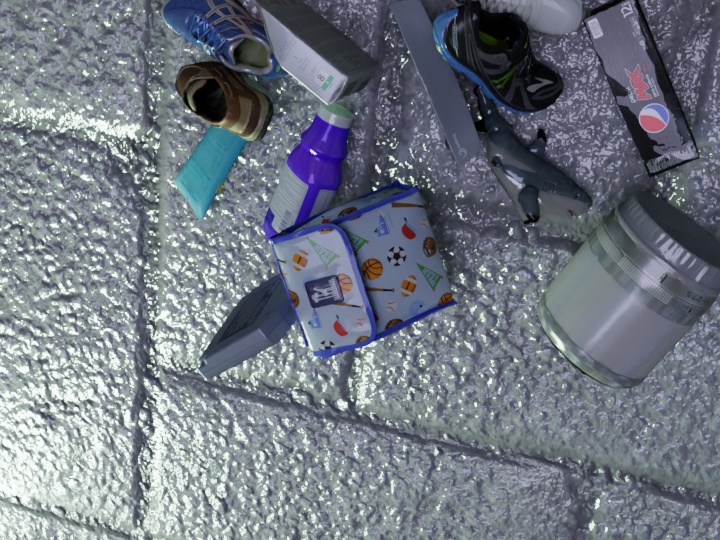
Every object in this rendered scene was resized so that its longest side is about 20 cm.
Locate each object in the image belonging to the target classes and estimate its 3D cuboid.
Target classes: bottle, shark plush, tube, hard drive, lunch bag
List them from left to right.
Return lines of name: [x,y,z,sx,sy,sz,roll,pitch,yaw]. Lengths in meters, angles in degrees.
tube: [-0.190,-0.166,1.318,0.201,0.050,0.078,-52,59,27]
bottle: [-0.065,-0.121,1.277,0.084,0.065,0.202,49,124,44]
lunch bag: [0.000,0.000,1.235,0.198,0.124,0.172,-21,101,-11]
hard drive: [0.092,-0.227,1.163,0.042,0.135,0.202,-23,98,9]
shark plush: [0.203,-0.142,1.215,0.083,0.091,0.201,-33,77,4]

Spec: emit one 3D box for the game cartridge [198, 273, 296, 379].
game cartridge: [-0.131,0.061,1.296,0.133,0.200,0.041,-33,104,26]

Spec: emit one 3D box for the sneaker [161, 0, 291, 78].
sneaker: [-0.170,-0.304,1.245,0.198,0.077,0.076,23,116,10]

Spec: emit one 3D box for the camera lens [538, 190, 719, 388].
camera lens: [0.323,0.027,1.164,0.159,0.160,0.201,36,115,2]

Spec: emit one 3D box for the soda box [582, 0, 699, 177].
soda box: [0.325,-0.215,1.124,0.063,0.071,0.202,-21,102,22]

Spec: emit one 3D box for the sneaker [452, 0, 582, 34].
sneaker: [0.160,-0.318,1.123,0.199,0.081,0.077,29,143,12]

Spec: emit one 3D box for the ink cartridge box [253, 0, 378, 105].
ink cartridge box: [-0.081,-0.287,1.177,0.199,0.161,0.050,38,112,1]

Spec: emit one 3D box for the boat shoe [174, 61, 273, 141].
boat shoe: [-0.187,-0.225,1.233,0.199,0.073,0.076,32,108,46]

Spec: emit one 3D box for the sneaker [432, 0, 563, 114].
sneaker: [0.170,-0.243,1.114,0.198,0.072,0.082,25,148,-37]
